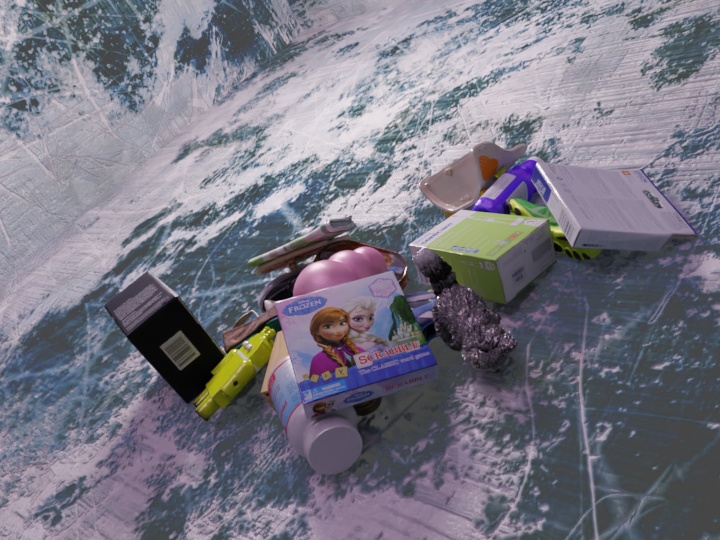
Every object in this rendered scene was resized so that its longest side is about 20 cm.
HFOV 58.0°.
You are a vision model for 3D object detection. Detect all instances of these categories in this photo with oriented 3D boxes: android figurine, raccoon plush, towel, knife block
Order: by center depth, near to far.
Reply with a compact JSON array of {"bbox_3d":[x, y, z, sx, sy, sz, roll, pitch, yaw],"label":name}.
[{"bbox_3d":[0.143,0.066,0.956,0.097,0.200,0.134,-47,9,4],"label":"raccoon plush"},{"bbox_3d":[-0.125,0.149,1.187,0.200,0.064,0.175,-43,32,-20],"label":"knife block"},{"bbox_3d":[-0.229,0.184,1.200,0.200,0.041,0.182,-48,14,-10],"label":"android figurine"},{"bbox_3d":[-0.118,-0.060,1.321,0.199,0.031,0.149,-23,-3,22],"label":"towel"}]

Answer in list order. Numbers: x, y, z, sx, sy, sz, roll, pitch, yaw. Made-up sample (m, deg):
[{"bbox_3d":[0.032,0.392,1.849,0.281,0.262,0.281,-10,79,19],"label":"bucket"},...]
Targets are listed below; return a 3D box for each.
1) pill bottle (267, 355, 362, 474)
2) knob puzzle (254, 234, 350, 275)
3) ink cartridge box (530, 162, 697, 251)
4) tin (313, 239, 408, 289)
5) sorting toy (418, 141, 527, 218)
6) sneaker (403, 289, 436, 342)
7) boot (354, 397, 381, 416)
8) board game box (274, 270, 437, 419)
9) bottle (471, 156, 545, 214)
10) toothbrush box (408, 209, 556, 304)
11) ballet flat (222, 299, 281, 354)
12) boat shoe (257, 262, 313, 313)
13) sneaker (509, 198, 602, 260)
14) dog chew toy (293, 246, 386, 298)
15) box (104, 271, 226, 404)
[{"bbox_3d":[-0.069,0.216,0.994,0.109,0.109,0.200,-34,30,-6],"label":"pill bottle"},{"bbox_3d":[-0.138,-0.018,1.381,0.219,0.031,0.220,-22,-1,-1],"label":"knob puzzle"},{"bbox_3d":[0.401,-0.104,1.049,0.199,0.041,0.200,2,39,-10],"label":"ink cartridge box"},{"bbox_3d":[0.000,0.000,1.275,0.199,0.042,0.112,16,48,29],"label":"tin"},{"bbox_3d":[0.252,-0.201,1.333,0.180,0.107,0.200,-33,3,-28],"label":"sorting toy"},{"bbox_3d":[0.069,0.089,1.067,0.199,0.074,0.083,-12,60,6],"label":"sneaker"},{"bbox_3d":[-0.008,0.144,1.079,0.073,0.076,0.200,-24,30,7],"label":"boot"},{"bbox_3d":[-0.012,0.103,0.975,0.199,0.041,0.200,-15,46,-10],"label":"board game box"},{"bbox_3d":[0.287,-0.146,1.238,0.065,0.084,0.200,25,55,32],"label":"bottle"},{"bbox_3d":[0.208,-0.030,1.115,0.145,0.086,0.200,-34,29,-30],"label":"toothbrush box"},{"bbox_3d":[-0.194,0.100,1.304,0.199,0.068,0.067,-28,61,3],"label":"ballet flat"},{"bbox_3d":[-0.118,0.039,1.344,0.199,0.072,0.068,-25,28,-5],"label":"boat shoe"},{"bbox_3d":[0.339,-0.078,1.114,0.083,0.074,0.200,-34,40,-22],"label":"sneaker"},{"bbox_3d":[-0.026,0.021,1.152,0.124,0.125,0.200,0,27,41],"label":"dog chew toy"},{"bbox_3d":[-0.387,0.130,1.309,0.124,0.200,0.196,-40,31,-15],"label":"box"}]
